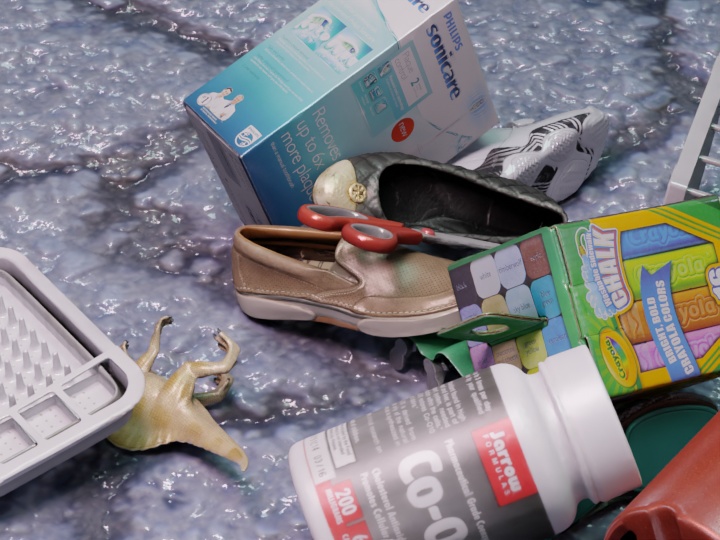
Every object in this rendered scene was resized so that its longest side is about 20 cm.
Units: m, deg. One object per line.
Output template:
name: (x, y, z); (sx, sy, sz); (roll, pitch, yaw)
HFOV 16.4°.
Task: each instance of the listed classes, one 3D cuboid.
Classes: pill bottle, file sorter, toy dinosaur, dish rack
pill bottle: (0.066, 0.126, 1.555); (0.200, 0.114, 0.114); (-22, 40, 2)
file sorter: (0.294, -0.044, 1.867); (0.124, 0.139, 0.200); (17, 37, 8)
toy dinosaur: (-0.125, 0.090, 1.690); (0.200, 0.058, 0.101); (23, 53, 31)
dish rack: (-0.255, 0.077, 1.658); (0.172, 0.044, 0.200); (-30, 50, -24)

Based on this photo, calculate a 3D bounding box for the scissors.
scissors: (0.034, -0.029, 1.764); (0.073, 0.014, 0.200); (24, 14, 33)

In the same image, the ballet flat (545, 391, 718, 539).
ballet flat: (0.157, 0.124, 1.678); (0.200, 0.074, 0.074); (-19, 44, -37)

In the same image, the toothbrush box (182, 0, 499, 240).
toothbrush box: (-0.011, -0.117, 1.839); (0.200, 0.146, 0.085); (-37, 51, -12)

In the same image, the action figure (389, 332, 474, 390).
action figure: (0.114, 0.028, 1.803); (0.200, 0.055, 0.118); (-25, 46, -31)

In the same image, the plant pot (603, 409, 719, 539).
plant pot: (0.266, 0.161, 1.554); (0.201, 0.201, 0.195); (34, 51, 30)

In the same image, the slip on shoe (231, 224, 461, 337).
slip on shoe: (0.000, 0.000, 1.766); (0.200, 0.061, 0.076); (5, 32, 27)

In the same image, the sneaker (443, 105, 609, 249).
sneaker: (0.100, -0.096, 1.948); (0.115, 0.075, 0.200); (36, 48, 28)

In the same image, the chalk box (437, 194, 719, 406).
chalk box: (0.149, 0.034, 1.685); (0.200, 0.125, 0.124); (-11, 83, -35)

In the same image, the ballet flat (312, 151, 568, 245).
ballet flat: (0.059, -0.052, 1.815); (0.200, 0.066, 0.057); (4, -5, -26)
